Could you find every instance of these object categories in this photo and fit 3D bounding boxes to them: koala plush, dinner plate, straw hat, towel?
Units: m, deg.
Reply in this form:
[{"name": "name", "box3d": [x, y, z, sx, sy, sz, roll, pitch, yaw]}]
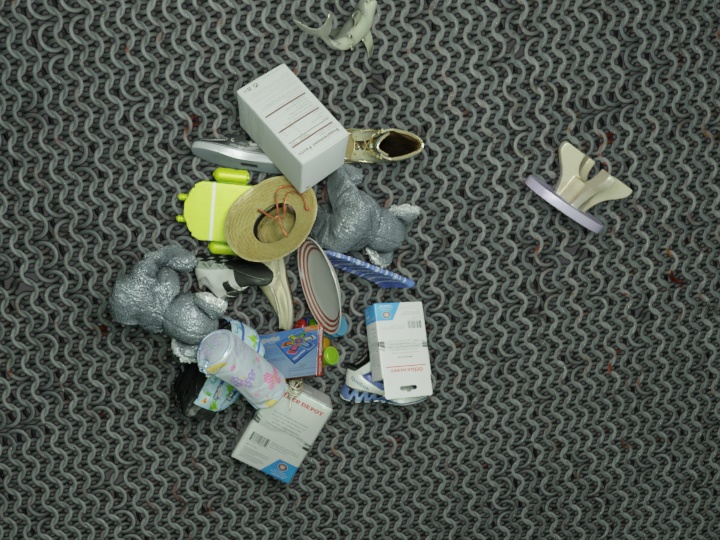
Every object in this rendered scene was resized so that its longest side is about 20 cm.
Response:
[{"name": "koala plush", "box3d": [0.014, -0.093, 1.311, 0.199, 0.184, 0.178, 20, 109, -30]}, {"name": "dinner plate", "box3d": [-0.077, 0.029, 1.259, 0.024, 0.200, 0.201, -15, 102, -22]}, {"name": "straw hat", "box3d": [-0.168, -0.087, 1.288, 0.200, 0.085, 0.202, -5, 63, 10]}, {"name": "towel", "box3d": [0.000, 0.000, 1.311, 0.199, 0.145, 0.024, 20, 82, -22]}, {"name": "koala plush", "box3d": [-0.365, 0.076, 1.242, 0.200, 0.184, 0.178, 34, 106, 7]}]

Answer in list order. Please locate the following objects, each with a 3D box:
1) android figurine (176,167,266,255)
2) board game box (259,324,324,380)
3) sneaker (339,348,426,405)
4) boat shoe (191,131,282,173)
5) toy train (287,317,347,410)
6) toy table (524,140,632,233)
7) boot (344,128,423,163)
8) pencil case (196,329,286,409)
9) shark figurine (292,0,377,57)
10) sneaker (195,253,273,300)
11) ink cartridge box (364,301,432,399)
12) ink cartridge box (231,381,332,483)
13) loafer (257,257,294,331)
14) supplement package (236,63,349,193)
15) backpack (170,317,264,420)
[{"name": "android figurine", "box3d": [-0.282, -0.122, 1.326, 0.199, 0.041, 0.183, 3, 101, -10]}, {"name": "board game box", "box3d": [-0.153, 0.177, 1.319, 0.019, 0.199, 0.104, 18, 66, -45]}, {"name": "sneaker", "box3d": [0.055, 0.231, 1.408, 0.198, 0.081, 0.116, 1, 102, -5]}, {"name": "boat shoe", "box3d": [-0.242, -0.251, 1.299, 0.199, 0.070, 0.067, 9, 73, 1]}, {"name": "toy train", "box3d": [-0.091, 0.191, 1.323, 0.084, 0.115, 0.201, 29, 59, -33]}, {"name": "toy table", "box3d": [0.465, -0.177, 1.342, 0.199, 0.184, 0.117, 27, 112, -22]}, {"name": "boot", "box3d": [0.019, -0.252, 1.279, 0.199, 0.155, 0.072, -1, 100, -7]}, {"name": "pencil case", "box3d": [-0.228, 0.195, 1.228, 0.083, 0.091, 0.200, -6, 145, 31]}, {"name": "shark figurine", "box3d": [-0.045, -0.475, 1.262, 0.089, 0.214, 0.129, 20, 134, 27]}, {"name": "sneaker", "box3d": [-0.260, 0.022, 1.311, 0.199, 0.074, 0.089, 11, 109, 32]}, {"name": "ink cartridge box", "box3d": [0.081, 0.173, 1.359, 0.115, 0.068, 0.201, -1, 76, -21]}, {"name": "ink cartridge box", "box3d": [-0.172, 0.342, 1.400, 0.146, 0.084, 0.201, 30, 95, -11]}, {"name": "loafer", "box3d": [-0.184, 0.035, 1.353, 0.068, 0.076, 0.201, -10, 92, -3]}, {"name": "supplement package", "box3d": [-0.132, -0.275, 1.230, 0.117, 0.117, 0.200, -37, 78, -19]}, {"name": "backpack", "box3d": [-0.296, 0.197, 1.332, 0.153, 0.163, 0.201, 16, 97, -26]}]
